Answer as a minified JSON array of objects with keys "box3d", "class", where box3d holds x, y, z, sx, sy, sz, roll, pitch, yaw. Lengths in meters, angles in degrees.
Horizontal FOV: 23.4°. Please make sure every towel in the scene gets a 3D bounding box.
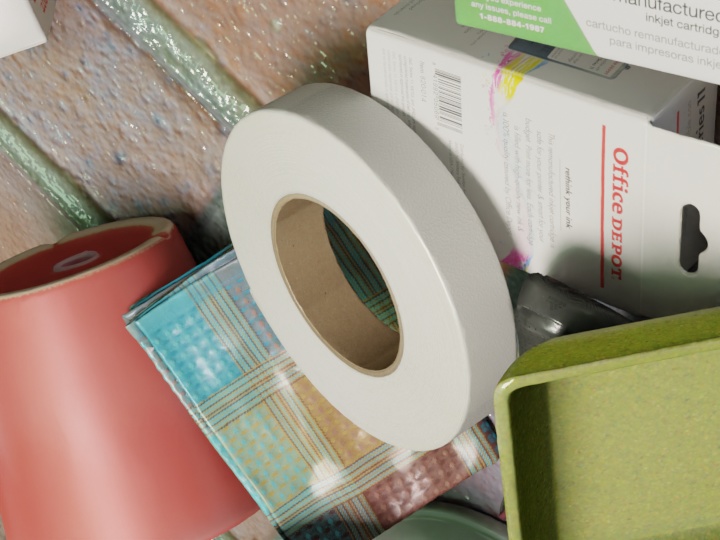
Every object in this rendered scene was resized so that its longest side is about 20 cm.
[{"box3d":[-0.026,0.068,1.030,0.200,0.147,0.022,56,-175,-12],"class":"towel"}]

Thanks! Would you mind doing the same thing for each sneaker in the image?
[{"box3d":[0.104,0.083,0.860,0.076,0.116,0.200,28,172,29],"class":"sneaker"}]

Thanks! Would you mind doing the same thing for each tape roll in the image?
[{"box3d":[0.000,0.000,0.907,0.203,0.037,0.203,39,146,32],"class":"tape roll"}]

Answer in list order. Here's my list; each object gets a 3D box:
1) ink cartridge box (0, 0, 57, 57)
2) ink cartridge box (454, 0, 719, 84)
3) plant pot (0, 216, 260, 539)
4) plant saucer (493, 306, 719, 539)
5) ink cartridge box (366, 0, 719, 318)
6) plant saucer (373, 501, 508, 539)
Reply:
[{"box3d":[-0.224,-0.188,0.977,0.068,0.115,0.200,-18,117,5],"class":"ink cartridge box"},{"box3d":[0.111,-0.191,0.702,0.145,0.084,0.200,18,133,31],"class":"ink cartridge box"},{"box3d":[-0.157,0.072,1.107,0.200,0.200,0.178,-3,110,43],"class":"plant pot"},{"box3d":[0.160,0.083,0.800,0.200,0.048,0.200,-11,134,-1],"class":"plant saucer"},{"box3d":[0.103,-0.057,0.833,0.200,0.067,0.117,24,137,31],"class":"ink cartridge box"},{"box3d":[0.074,0.244,1.143,0.200,0.050,0.200,24,137,25],"class":"plant saucer"}]
